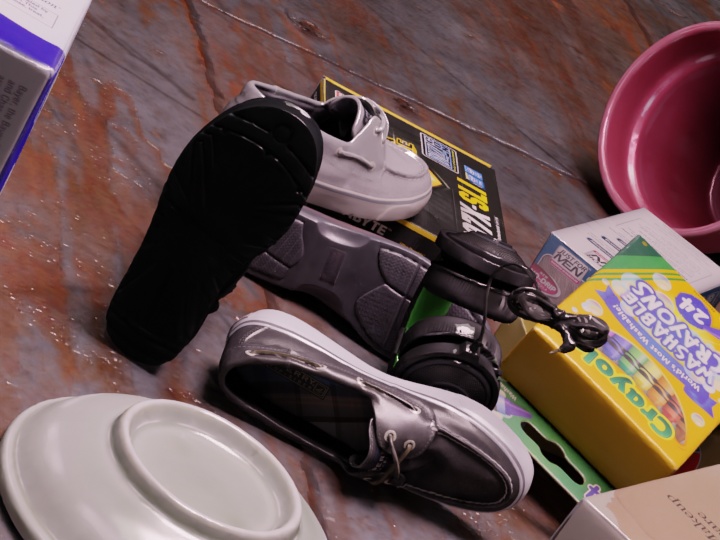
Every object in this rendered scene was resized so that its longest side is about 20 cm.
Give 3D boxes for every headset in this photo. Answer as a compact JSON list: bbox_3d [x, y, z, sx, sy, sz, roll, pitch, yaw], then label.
[{"bbox_3d":[0.075,0.038,1.351,0.093,0.124,0.200,22,-16,-12],"label":"headset"}]

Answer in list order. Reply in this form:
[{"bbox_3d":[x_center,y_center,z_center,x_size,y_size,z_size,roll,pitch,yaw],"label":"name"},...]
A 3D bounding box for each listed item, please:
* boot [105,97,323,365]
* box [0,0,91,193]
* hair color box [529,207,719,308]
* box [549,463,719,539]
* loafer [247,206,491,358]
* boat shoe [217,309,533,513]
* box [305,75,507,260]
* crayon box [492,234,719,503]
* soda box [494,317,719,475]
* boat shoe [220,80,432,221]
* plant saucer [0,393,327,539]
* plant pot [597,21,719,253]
[{"bbox_3d":[-0.073,-0.045,1.313,0.073,0.199,0.163,34,28,-2],"label":"boot"},{"bbox_3d":[-0.228,-0.088,1.195,0.104,0.185,0.200,27,23,-10],"label":"box"},{"bbox_3d":[0.209,0.012,1.745,0.100,0.061,0.200,40,22,18],"label":"hair color box"},{"bbox_3d":[0.189,0.181,1.334,0.095,0.078,0.199,43,24,23],"label":"box"},{"bbox_3d":[0.000,0.000,1.480,0.199,0.072,0.063,28,18,-3],"label":"loafer"},{"bbox_3d":[0.006,0.091,1.296,0.199,0.070,0.066,32,30,-1],"label":"boat shoe"},{"bbox_3d":[0.030,-0.056,1.665,0.159,0.049,0.200,29,22,-13],"label":"box"},{"bbox_3d":[0.171,0.069,1.432,0.126,0.052,0.200,45,38,7],"label":"crayon box"},{"bbox_3d":[0.176,0.099,1.512,0.199,0.064,0.068,25,23,-20],"label":"soda box"},{"bbox_3d":[-0.017,-0.087,1.514,0.199,0.069,0.072,14,29,-39],"label":"boat shoe"},{"bbox_3d":[-0.086,0.118,1.136,0.199,0.050,0.200,28,23,-13],"label":"plant saucer"},{"bbox_3d":[0.338,-0.097,2.005,0.179,0.200,0.200,31,15,-52],"label":"plant pot"}]
